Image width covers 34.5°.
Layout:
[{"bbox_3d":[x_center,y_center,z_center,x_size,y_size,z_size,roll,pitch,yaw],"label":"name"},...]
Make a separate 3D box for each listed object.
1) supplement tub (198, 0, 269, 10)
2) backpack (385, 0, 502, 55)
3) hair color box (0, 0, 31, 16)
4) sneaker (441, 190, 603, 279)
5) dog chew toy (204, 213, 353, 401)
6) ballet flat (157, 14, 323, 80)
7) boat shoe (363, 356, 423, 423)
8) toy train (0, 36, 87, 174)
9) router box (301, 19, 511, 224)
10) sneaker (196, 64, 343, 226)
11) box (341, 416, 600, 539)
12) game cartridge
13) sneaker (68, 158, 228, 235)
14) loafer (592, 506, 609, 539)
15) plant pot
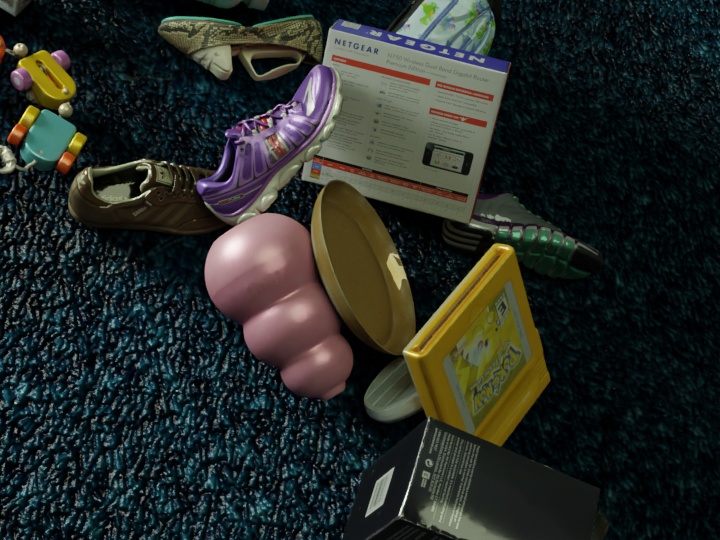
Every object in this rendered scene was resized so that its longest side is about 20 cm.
[{"bbox_3d":[-0.191,-0.390,1.346,0.199,0.145,0.146,14,62,-12],"label":"supplement tub"},{"bbox_3d":[0.076,-0.243,1.370,0.200,0.163,0.154,-36,84,-21],"label":"backpack"},{"bbox_3d":[-0.375,-0.386,1.311,0.099,0.061,0.200,30,50,-3],"label":"hair color box"},{"bbox_3d":[0.197,-0.055,1.372,0.199,0.074,0.088,16,57,-11],"label":"sneaker"},{"bbox_3d":[-0.076,0.043,1.205,0.124,0.125,0.200,-27,85,-28],"label":"dog chew toy"},{"bbox_3d":[-0.134,-0.259,1.357,0.199,0.068,0.076,-6,84,-24],"label":"ballet flat"},{"bbox_3d":[0.091,0.115,1.254,0.200,0.067,0.073,-33,36,-24],"label":"boat shoe"},{"bbox_3d":[-0.373,-0.175,1.225,0.150,0.056,0.201,-6,65,-36],"label":"toy train"},{"bbox_3d":[0.049,-0.163,1.284,0.199,0.180,0.049,16,26,5],"label":"router box"},{"bbox_3d":[-0.094,-0.139,1.219,0.083,0.081,0.200,39,89,-26],"label":"sneaker"},{"bbox_3d":[0.099,0.248,1.121,0.182,0.200,0.104,25,60,-8],"label":"box"},{"bbox_3d":[0.130,0.102,1.222,0.176,0.032,0.200,-47,132,-30],"label":"game cartridge"},{"bbox_3d":[-0.207,-0.081,1.237,0.199,0.076,0.071,-6,68,-21],"label":"sneaker"},{"bbox_3d":[0.206,0.336,1.199,0.072,0.073,0.200,40,69,-8],"label":"loafer"},{"bbox_3d":[0.000,0.000,1.240,0.200,0.027,0.200,49,28,-38],"label":"plant pot"}]
